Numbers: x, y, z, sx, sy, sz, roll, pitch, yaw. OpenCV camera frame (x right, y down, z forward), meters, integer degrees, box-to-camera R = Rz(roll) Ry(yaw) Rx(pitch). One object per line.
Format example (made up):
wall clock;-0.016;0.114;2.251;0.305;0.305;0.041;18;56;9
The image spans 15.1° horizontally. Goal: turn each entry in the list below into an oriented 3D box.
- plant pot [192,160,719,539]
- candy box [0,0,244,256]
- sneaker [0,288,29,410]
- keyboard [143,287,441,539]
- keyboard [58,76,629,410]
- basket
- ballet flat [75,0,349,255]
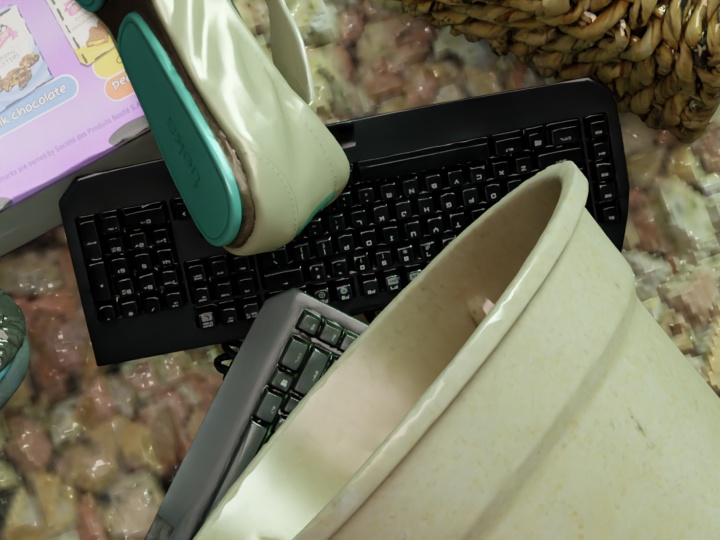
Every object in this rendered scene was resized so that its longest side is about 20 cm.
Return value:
plant pot;0.064;0.102;0.844;0.183;0.200;0.201;42;84;-6
candy box;-0.150;-0.113;0.988;0.167;0.072;0.201;-28;82;-3
sneaker;-0.193;0.073;0.950;0.200;0.096;0.080;-35;61;6
keyboard;-0.018;0.120;0.950;0.127;0.021;0.201;25;96;-4
keyboard;0.000;0.000;0.956;0.199;0.040;0.105;-11;119;1
basket;0.099;-0.170;0.954;0.148;0.143;0.201;27;82;5
ballet flat;-0.065;-0.099;0.923;0.069;0.069;0.201;-28;84;-3
